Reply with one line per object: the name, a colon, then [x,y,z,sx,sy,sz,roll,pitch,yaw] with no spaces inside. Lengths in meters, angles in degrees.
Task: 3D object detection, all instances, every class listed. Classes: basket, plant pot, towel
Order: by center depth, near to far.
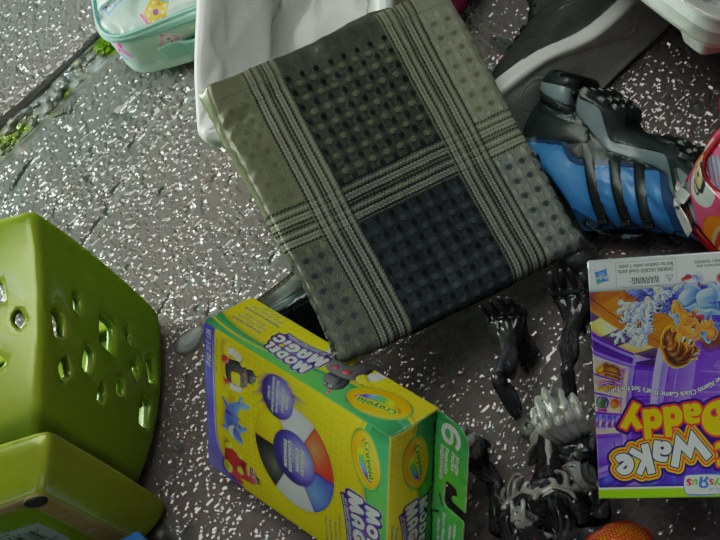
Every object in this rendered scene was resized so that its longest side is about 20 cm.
towel: [0.019,-0.064,1.172,0.192,0.035,0.201,-25,84,-21]
plant pot: [-0.246,0.101,1.223,0.199,0.199,0.183,-19,63,13]
basket: [-0.033,-0.178,1.281,0.134,0.123,0.202,0,85,11]

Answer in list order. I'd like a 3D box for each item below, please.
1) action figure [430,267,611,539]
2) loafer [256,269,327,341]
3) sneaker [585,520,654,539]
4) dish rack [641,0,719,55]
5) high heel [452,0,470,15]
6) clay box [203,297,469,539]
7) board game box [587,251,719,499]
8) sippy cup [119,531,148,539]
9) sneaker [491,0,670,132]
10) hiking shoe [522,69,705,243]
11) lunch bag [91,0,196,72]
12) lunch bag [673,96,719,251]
action figure: [0.101,0.104,1.119,0.118,0.102,0.201,-17,56,31]
loafer: [0.000,0.000,1.248,0.199,0.073,0.072,-27,46,-4]
sneaker: [0.123,0.237,1.041,0.073,0.077,0.201,27,79,-7]
dish rack: [0.242,-0.199,1.209,0.199,0.044,0.172,-15,44,-33]
high heel: [0.098,-0.263,1.349,0.095,0.067,0.201,-11,45,30]
clay box: [-0.018,0.110,1.150,0.047,0.116,0.199,-24,38,-36]
board game box: [0.229,0.056,1.018,0.198,0.045,0.136,-4,86,23]
sippy cup: [-0.146,0.240,1.142,0.178,0.140,0.131,40,67,-4]
sneaker: [0.128,-0.166,1.282,0.200,0.071,0.099,-40,52,-9]
hiking shoe: [0.185,-0.048,1.200,0.200,0.074,0.087,40,112,28]
lunch bag: [-0.111,-0.244,1.421,0.199,0.077,0.161,-17,59,15]
lunch bag: [0.289,-0.071,1.106,0.176,0.082,0.200,42,69,15]
